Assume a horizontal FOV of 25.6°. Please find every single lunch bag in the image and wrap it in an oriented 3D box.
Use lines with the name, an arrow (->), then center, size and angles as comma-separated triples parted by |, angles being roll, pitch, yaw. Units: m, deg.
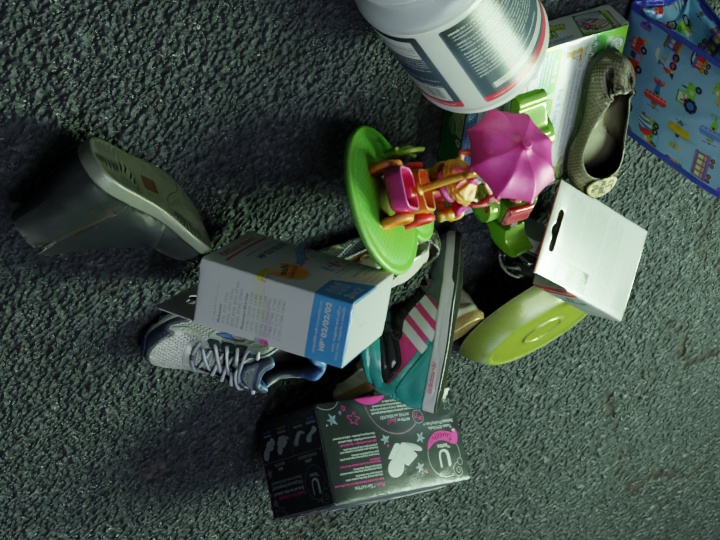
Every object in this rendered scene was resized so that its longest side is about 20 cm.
lunch bag -> 0.361, -0.177, 1.678 | 0.093, 0.200, 0.152 | -17, 139, -25

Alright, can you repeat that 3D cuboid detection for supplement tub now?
supplement tub -> 0.076, -0.245, 1.417 | 0.140, 0.141, 0.200 | -41, 144, 3

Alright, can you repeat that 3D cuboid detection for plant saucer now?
plant saucer -> 0.211, 0.060, 1.883 | 0.198, 0.031, 0.200 | -28, 162, -10

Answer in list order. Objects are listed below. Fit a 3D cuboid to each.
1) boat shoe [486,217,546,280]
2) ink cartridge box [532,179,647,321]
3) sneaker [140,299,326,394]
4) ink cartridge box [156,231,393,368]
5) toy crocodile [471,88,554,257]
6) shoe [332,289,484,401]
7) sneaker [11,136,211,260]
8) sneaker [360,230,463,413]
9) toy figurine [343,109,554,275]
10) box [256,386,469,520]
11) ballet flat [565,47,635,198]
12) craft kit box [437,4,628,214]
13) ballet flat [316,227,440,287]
boat shoe -> 0.194, -0.018, 1.811 | 0.064, 0.071, 0.199 | -49, 144, 14
ink cartridge box -> 0.240, -0.023, 1.753 | 0.199, 0.050, 0.110 | 24, 81, -49
sneaker -> -0.123, 0.082, 1.616 | 0.197, 0.086, 0.078 | -2, 132, -18
ink cartridge box -> -0.082, 0.020, 1.516 | 0.115, 0.198, 0.069 | -34, 137, -65
toy crocodile -> 0.163, -0.101, 1.638 | 0.067, 0.062, 0.202 | -17, 137, -27
shoe -> 0.048, 0.087, 1.822 | 0.199, 0.054, 0.070 | -33, 171, -2
sneaker -> -0.225, -0.046, 1.443 | 0.106, 0.075, 0.200 | -34, 145, 15
sneaker -> 0.046, 0.048, 1.749 | 0.084, 0.119, 0.203 | 53, 47, -78
toy figurine -> 0.107, -0.090, 1.550 | 0.182, 0.152, 0.200 | -15, 173, 24
box -> 0.003, 0.210, 1.811 | 0.198, 0.116, 0.132 | -3, 167, -37
ballet flat -> 0.262, -0.146, 1.687 | 0.067, 0.046, 0.201 | -21, 140, -22
craft kit box -> 0.177, -0.166, 1.667 | 0.196, 0.049, 0.201 | -16, 138, -23
ballet flat -> 0.000, 0.000, 1.668 | 0.199, 0.072, 0.073 | -25, 141, -18
